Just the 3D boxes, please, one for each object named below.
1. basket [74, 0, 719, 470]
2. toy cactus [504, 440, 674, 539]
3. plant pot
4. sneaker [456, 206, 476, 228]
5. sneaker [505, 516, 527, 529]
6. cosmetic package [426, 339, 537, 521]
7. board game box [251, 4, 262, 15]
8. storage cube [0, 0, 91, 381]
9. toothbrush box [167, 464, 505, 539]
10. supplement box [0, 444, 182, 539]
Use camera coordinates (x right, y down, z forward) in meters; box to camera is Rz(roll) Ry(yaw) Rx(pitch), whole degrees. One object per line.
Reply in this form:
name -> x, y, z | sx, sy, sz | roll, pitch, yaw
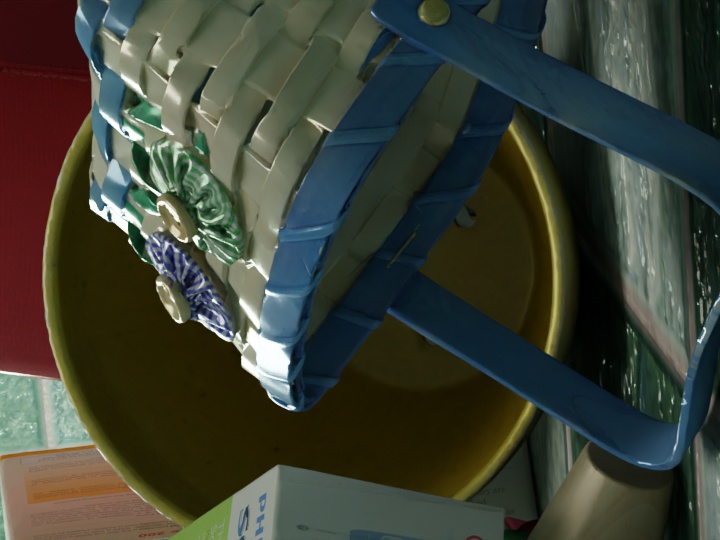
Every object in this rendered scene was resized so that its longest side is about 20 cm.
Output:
basket -> 0.019, -0.026, 0.860 | 0.139, 0.199, 0.177 | -58, -13, -26
toy cactus -> 0.073, 0.134, 0.995 | 0.200, 0.102, 0.166 | -100, 24, -58
plant pot -> 0.000, 0.000, 1.122 | 0.142, 0.199, 0.201 | -8, -88, -70
sneaker -> 0.018, -0.053, 1.353 | 0.200, 0.078, 0.078 | -125, 39, -77
sneaker -> 0.061, 0.186, 1.136 | 0.088, 0.073, 0.200 | 98, 162, -46
cosmetic package -> 0.041, 0.135, 1.320 | 0.102, 0.074, 0.201 | 104, 158, -71
board game box -> -0.029, -0.174, 0.987 | 0.199, 0.043, 0.201 | 120, 158, -58
storage cube -> -0.127, -0.072, 1.258 | 0.171, 0.179, 0.201 | -70, -17, -45
toothbrush box -> -0.033, 0.165, 1.011 | 0.200, 0.086, 0.146 | 140, 138, -61
supplement box -> -0.096, 0.132, 1.351 | 0.200, 0.125, 0.074 | -132, 38, -78
